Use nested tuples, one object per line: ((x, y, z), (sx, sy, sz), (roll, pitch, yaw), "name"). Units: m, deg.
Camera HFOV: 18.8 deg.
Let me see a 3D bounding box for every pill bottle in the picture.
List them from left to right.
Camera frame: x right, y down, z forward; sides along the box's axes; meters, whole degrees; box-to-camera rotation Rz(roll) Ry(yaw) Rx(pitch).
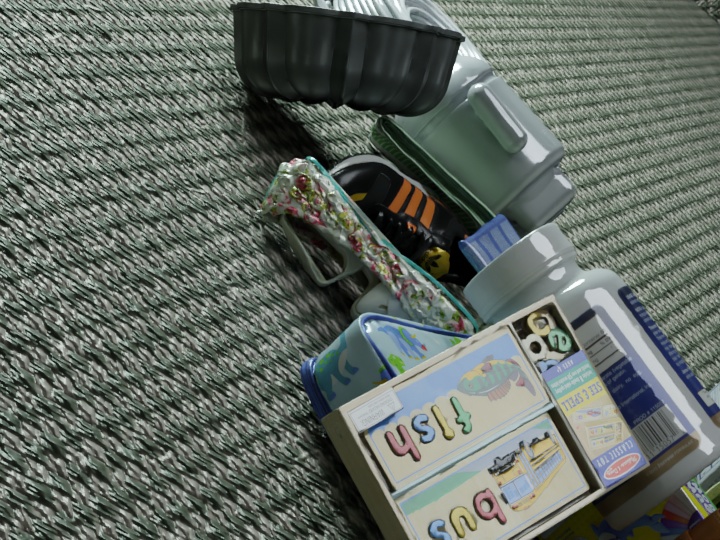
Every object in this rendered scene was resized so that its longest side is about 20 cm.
((0.162, 0.071, 1.518), (0.200, 0.111, 0.111), (54, 20, 8), "pill bottle")

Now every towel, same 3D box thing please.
((0.066, -0.076, 1.903), (0.152, 0.023, 0.200), (44, 1, -3), "towel")
((0.150, 0.049, 1.736), (0.200, 0.024, 0.147), (54, 17, 1), "towel")

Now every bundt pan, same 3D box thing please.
((-0.014, -0.174, 1.833), (0.200, 0.076, 0.202), (7, 3, 0), "bundt pan")

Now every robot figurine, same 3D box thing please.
((0.111, -0.120, 2.038), (0.200, 0.113, 0.170), (48, -21, 4), "robot figurine")

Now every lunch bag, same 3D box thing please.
((0.056, 0.111, 1.507), (0.200, 0.082, 0.161), (14, 39, -56), "lunch bag")

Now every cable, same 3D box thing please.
((0.059, -0.220, 2.197), (0.200, 0.069, 0.200), (55, 21, 23), "cable")

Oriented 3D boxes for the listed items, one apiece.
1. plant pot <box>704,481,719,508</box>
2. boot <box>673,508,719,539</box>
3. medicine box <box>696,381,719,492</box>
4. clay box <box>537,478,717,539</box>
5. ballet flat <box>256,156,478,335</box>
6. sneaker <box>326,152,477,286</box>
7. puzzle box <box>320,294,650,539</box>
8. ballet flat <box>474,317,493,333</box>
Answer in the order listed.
((0.338, 0.234, 1.730), (0.200, 0.200, 0.184), (46, 8, 2), "plant pot")
((0.191, 0.223, 1.456), (0.200, 0.155, 0.077), (24, 29, -48), "boot")
((0.414, 0.134, 2.031), (0.103, 0.200, 0.182), (43, 20, -9), "medicine box")
((0.209, 0.204, 1.594), (0.200, 0.115, 0.048), (54, 20, 21), "clay box")
((0.000, 0.000, 1.651), (0.200, 0.064, 0.076), (44, -17, 6), "ballet flat")
((0.034, -0.034, 1.758), (0.090, 0.070, 0.200), (46, 15, 28), "sneaker")
((0.083, 0.111, 1.397), (0.199, 0.025, 0.134), (-26, 85, -35), "puzzle box")
((0.097, 0.059, 1.727), (0.069, 0.063, 0.200), (41, 18, 7), "ballet flat")
